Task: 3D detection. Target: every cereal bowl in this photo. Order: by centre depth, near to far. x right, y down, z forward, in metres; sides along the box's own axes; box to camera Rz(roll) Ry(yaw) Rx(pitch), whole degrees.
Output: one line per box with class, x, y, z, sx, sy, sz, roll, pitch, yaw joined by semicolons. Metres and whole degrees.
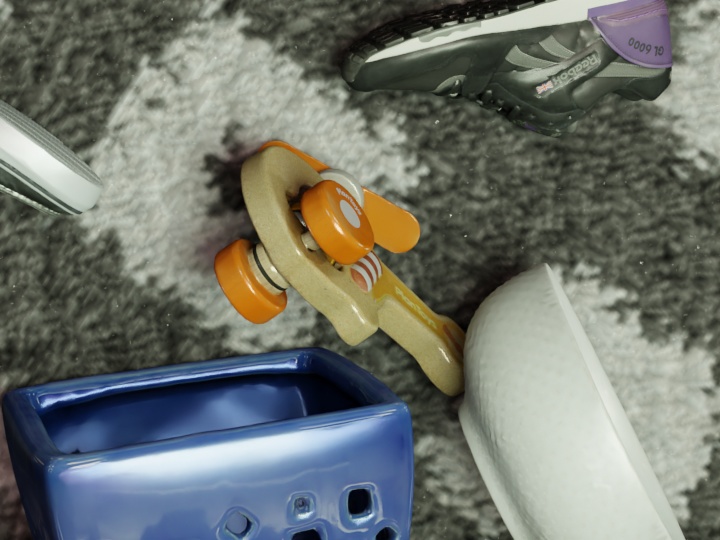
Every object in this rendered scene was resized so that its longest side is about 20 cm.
cereal bowl;0.110;0.101;1.502;0.083;0.200;0.201;-26;99;5

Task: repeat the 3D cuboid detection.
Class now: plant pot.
plant pot;-0.080;0.154;1.457;0.199;0.200;0.181;-8;101;-14

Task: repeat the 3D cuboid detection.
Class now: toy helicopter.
toy helicopter;0.000;0.000;1.520;0.079;0.133;0.200;-34;126;19

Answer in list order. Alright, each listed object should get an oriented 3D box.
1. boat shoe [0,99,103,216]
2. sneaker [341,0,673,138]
boat shoe;-0.239;-0.074;1.473;0.199;0.072;0.071;29;95;-4
sneaker;0.090;-0.113;1.545;0.199;0.076;0.088;-14;102;-13
